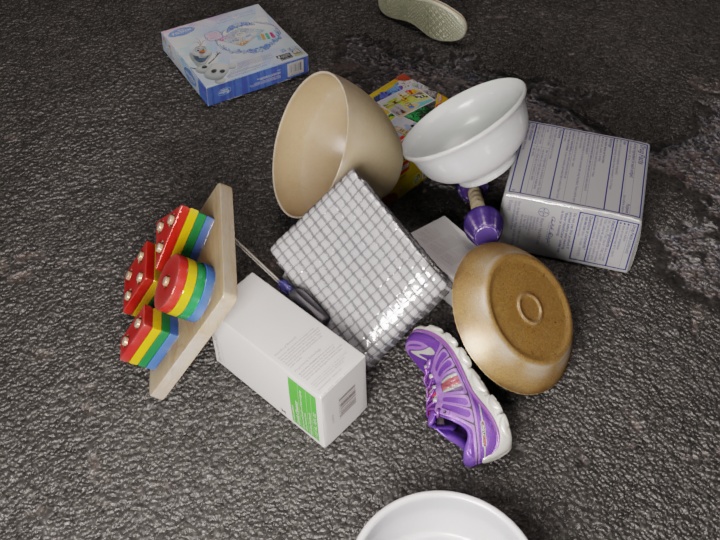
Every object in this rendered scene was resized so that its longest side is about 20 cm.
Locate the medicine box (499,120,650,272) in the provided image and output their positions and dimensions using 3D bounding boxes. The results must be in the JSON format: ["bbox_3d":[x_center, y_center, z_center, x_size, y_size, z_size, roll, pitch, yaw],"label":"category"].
[{"bbox_3d":[0.312,-0.111,1.412,0.196,0.104,0.184,13,46,10],"label":"medicine box"}]

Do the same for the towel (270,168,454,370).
[{"bbox_3d":[0.000,0.000,1.230,0.165,0.085,0.201,-43,74,11],"label":"towel"}]

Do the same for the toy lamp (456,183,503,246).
[{"bbox_3d":[0.169,-0.087,1.373,0.057,0.059,0.201,2,27,0],"label":"toy lamp"}]

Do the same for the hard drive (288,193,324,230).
[{"bbox_3d":[-0.037,-0.031,1.363,0.132,0.043,0.202,3,45,1],"label":"hard drive"}]

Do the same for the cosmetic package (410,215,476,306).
[{"bbox_3d":[0.147,0.011,1.321,0.082,0.051,0.200,-24,51,-30],"label":"cosmetic package"}]

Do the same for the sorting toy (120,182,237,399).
[{"bbox_3d":[-0.232,0.016,1.196,0.069,0.199,0.202,21,37,-28],"label":"sorting toy"}]

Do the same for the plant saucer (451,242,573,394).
[{"bbox_3d":[0.203,0.053,1.214,0.198,0.035,0.204,15,62,-30],"label":"plant saucer"}]

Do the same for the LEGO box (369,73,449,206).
[{"bbox_3d":[0.055,-0.209,1.519,0.148,0.078,0.199,33,53,27],"label":"LEGO box"}]

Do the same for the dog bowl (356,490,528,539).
[{"bbox_3d":[0.083,0.332,0.982,0.196,0.080,0.202,1,45,-1],"label":"dog bowl"}]

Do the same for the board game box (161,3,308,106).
[{"bbox_3d":[-0.223,-0.385,1.709,0.198,0.044,0.200,-22,50,-22],"label":"board game box"}]

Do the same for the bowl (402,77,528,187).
[{"bbox_3d":[0.164,-0.184,1.387,0.199,0.091,0.202,-27,23,13],"label":"bowl"}]

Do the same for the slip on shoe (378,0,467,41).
[{"bbox_3d":[0.123,-0.486,1.805,0.199,0.075,0.061,31,48,32],"label":"slip on shoe"}]

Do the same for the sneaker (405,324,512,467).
[{"bbox_3d":[0.104,0.148,1.169,0.082,0.081,0.201,-23,50,-15],"label":"sneaker"}]

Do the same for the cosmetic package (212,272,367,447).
[{"bbox_3d":[-0.089,0.106,1.180,0.199,0.109,0.085,32,56,29],"label":"cosmetic package"}]

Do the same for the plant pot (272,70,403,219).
[{"bbox_3d":[-0.018,-0.162,1.350,0.133,0.202,0.202,9,37,-33],"label":"plant pot"}]

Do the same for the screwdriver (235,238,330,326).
[{"bbox_3d":[-0.111,0.004,1.216,0.200,0.028,0.029,43,15,23],"label":"screwdriver"}]
